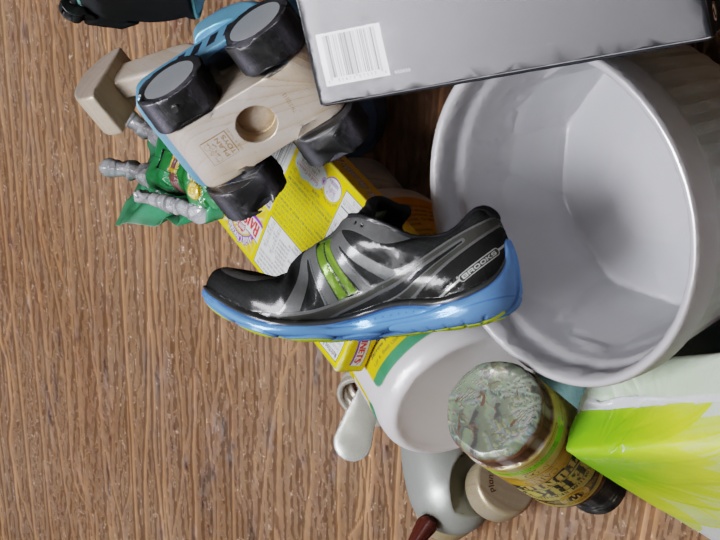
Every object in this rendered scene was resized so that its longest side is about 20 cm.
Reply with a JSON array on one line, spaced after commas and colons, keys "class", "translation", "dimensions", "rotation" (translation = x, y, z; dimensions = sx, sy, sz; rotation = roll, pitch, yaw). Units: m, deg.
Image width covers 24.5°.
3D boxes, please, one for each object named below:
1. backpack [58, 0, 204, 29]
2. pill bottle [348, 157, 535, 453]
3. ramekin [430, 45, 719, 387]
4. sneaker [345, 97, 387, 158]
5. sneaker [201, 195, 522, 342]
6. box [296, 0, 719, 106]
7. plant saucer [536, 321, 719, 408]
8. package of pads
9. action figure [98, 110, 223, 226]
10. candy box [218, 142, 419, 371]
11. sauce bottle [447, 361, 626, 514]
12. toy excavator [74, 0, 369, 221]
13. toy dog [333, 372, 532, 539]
[{"class": "backpack", "translation": [-0.125, -0.262, 0.998], "dimensions": [0.176, 0.153, 0.200], "rotation": [69, -166, -86]}, {"class": "pill bottle", "translation": [0.026, 0.016, 1.115], "dimensions": [0.200, 0.113, 0.113], "rotation": [-123, 31, -41]}, {"class": "ramekin", "translation": [0.145, -0.043, 0.951], "dimensions": [0.200, 0.105, 0.201], "rotation": [23, 122, 43]}, {"class": "sneaker", "translation": [-0.054, -0.092, 1.191], "dimensions": [0.200, 0.082, 0.074], "rotation": [-33, 86, 51]}, {"class": "sneaker", "translation": [0.000, 0.000, 0.978], "dimensions": [0.199, 0.071, 0.083], "rotation": [-7, 84, 25]}, {"class": "box", "translation": [0.086, -0.147, 0.832], "dimensions": [0.200, 0.141, 0.079], "rotation": [-7, 103, 24]}, {"class": "plant saucer", "translation": [0.146, 0.046, 1.093], "dimensions": [0.201, 0.039, 0.201], "rotation": [28, 133, 34]}, {"class": "package of pads", "translation": [0.243, 0.105, 0.946], "dimensions": [0.154, 0.068, 0.200], "rotation": [33, 155, -32]}, {"class": "action figure", "translation": [-0.128, -0.075, 1.167], "dimensions": [0.200, 0.055, 0.118], "rotation": [21, 95, 59]}, {"class": "candy box", "translation": [-0.034, -0.032, 1.088], "dimensions": [0.200, 0.026, 0.102], "rotation": [49, 126, 44]}, {"class": "sauce bottle", "translation": [0.120, 0.112, 1.039], "dimensions": [0.065, 0.065, 0.200], "rotation": [28, 176, 34]}, {"class": "toy excavator", "translation": [-0.099, -0.119, 1.075], "dimensions": [0.194, 0.200, 0.100], "rotation": [-30, 120, 13]}, {"class": "toy dog", "translation": [0.031, 0.129, 1.228], "dimensions": [0.200, 0.096, 0.132], "rotation": [42, 139, 21]}]
